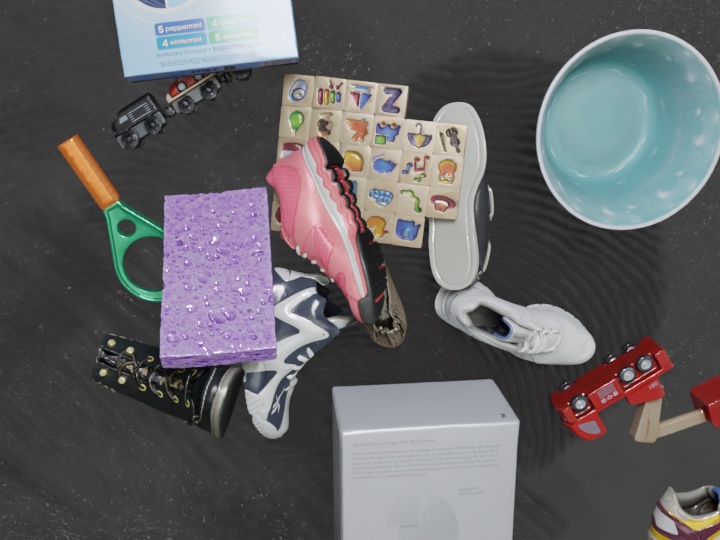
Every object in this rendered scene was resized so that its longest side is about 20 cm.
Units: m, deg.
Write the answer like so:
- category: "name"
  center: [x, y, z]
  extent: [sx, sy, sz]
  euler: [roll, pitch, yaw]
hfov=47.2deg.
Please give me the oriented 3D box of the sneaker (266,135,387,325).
- category: "sneaker"
  center: [-0.036, -0.033, 0.859]
  extent: [0.086, 0.074, 0.201]
  euler: [-21, 88, 18]

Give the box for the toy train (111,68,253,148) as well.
- category: "toy train"
  center: [-0.170, -0.192, 0.849]
  extent: [0.199, 0.034, 0.046]
  euler: [-31, 97, 2]

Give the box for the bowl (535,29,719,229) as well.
- category: "bowl"
  center: [0.267, -0.153, 0.876]
  extent: [0.200, 0.105, 0.202]
  euler: [-2, 107, -7]

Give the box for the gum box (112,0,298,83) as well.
- category: "gum box"
  center: [-0.155, -0.294, 0.795]
  extent: [0.169, 0.045, 0.201]
  euler: [-7, 96, -4]

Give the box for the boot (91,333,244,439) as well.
- category: "boot"
  center: [-0.204, 0.116, 0.857]
  extent: [0.153, 0.204, 0.074]
  euler: [20, 78, -7]

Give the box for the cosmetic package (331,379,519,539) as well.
- category: "cosmetic package"
  center: [0.069, 0.243, 0.960]
  extent: [0.198, 0.123, 0.201]
  euler: [-2, 108, -6]

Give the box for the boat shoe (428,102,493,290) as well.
- category: "boat shoe"
  center: [0.112, -0.080, 0.902]
  extent: [0.074, 0.060, 0.201]
  euler: [-2, 94, 26]

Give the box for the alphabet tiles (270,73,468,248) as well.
- category: "alphabet tiles"
  center: [0.009, -0.114, 0.873]
  extent: [0.199, 0.008, 0.168]
  euler: [7, 98, 4]

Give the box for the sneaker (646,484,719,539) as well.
- category: "sneaker"
  center: [0.475, 0.327, 1.060]
  extent: [0.199, 0.075, 0.091]
  euler: [6, 111, -10]

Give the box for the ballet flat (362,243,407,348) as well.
- category: "ballet flat"
  center: [0.000, 0.000, 0.917]
  extent: [0.067, 0.046, 0.201]
  euler: [-23, 105, 2]

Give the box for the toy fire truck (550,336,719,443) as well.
- category: "toy fire truck"
  center: [0.348, 0.161, 1.009]
  extent: [0.200, 0.049, 0.141]
  euler: [-32, 108, 3]

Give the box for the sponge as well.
- category: "sponge"
  center: [-0.144, 0.002, 0.836]
  extent: [0.111, 0.201, 0.030]
  euler: [-4, 146, -6]

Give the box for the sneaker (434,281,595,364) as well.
- category: "sneaker"
  center: [0.182, 0.071, 0.942]
  extent: [0.199, 0.087, 0.075]
  euler: [17, 102, -13]

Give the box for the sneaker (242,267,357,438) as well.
- category: "sneaker"
  center: [-0.064, 0.090, 0.920]
  extent: [0.129, 0.079, 0.200]
  euler: [-5, 97, 3]

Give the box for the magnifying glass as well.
- category: "magnifying glass"
  center: [-0.256, -0.054, 0.887]
  extent: [0.079, 0.022, 0.200]
  euler: [-30, 110, 3]
